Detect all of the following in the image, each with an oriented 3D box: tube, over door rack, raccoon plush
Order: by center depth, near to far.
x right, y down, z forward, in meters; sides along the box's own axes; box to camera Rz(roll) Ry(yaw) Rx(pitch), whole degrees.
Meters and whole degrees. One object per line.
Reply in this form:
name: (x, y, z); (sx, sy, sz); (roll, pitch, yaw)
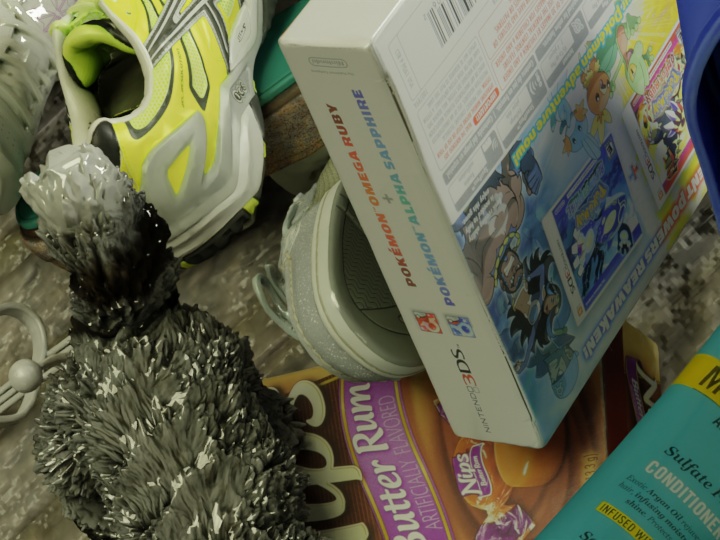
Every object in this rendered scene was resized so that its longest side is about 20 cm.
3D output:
tube: (0.108, 0.086, 1.022); (0.077, 0.050, 0.200); (45, 68, 5)
raccoon plush: (-0.069, 0.070, 1.036); (0.097, 0.200, 0.134); (-34, 41, 0)
over door rack: (-0.148, 0.099, 1.181); (0.148, 0.066, 0.201); (-35, 49, 43)

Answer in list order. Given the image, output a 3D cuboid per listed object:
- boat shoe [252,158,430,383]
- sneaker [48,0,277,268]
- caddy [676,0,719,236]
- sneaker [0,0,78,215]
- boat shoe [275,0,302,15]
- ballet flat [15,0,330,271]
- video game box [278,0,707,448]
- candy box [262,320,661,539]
boat shoe: (-0.001, -0.001, 1.114); (0.065, 0.074, 0.202); (-43, 15, 17)
sneaker: (-0.081, -0.100, 1.161); (0.075, 0.076, 0.201); (-31, 47, 27)
caddy: (0.182, -0.062, 0.996); (0.141, 0.200, 0.105); (-14, 50, 10)
sneaker: (-0.166, -0.091, 1.275); (0.099, 0.075, 0.200); (-35, 30, 5)
boat shoe: (-0.038, -0.126, 1.240); (0.200, 0.070, 0.071); (-37, 54, 13)
ballet flat: (-0.053, -0.051, 1.217); (0.200, 0.067, 0.068); (-27, 34, 29)
video game box: (0.066, -0.071, 1.037); (0.047, 0.183, 0.200); (4, 44, 37)
candy box: (0.016, 0.093, 1.118); (0.199, 0.056, 0.117); (-15, 63, 28)
